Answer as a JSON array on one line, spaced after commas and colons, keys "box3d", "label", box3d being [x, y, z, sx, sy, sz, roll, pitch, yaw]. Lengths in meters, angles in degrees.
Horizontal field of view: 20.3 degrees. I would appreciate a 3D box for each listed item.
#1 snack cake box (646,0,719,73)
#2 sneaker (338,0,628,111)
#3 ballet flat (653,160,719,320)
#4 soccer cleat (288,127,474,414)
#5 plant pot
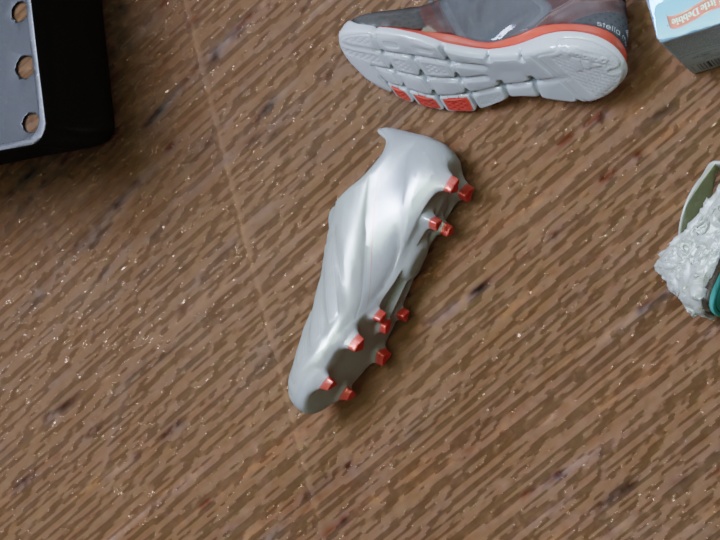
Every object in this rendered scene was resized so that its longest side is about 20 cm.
[{"box3d": [0.278, -0.189, 1.229, 0.199, 0.115, 0.068, -17, 79, 17], "label": "snack cake box"}, {"box3d": [0.085, -0.158, 1.333, 0.199, 0.077, 0.082, 5, 60, 19], "label": "sneaker"}, {"box3d": [0.248, -0.065, 1.257, 0.072, 0.072, 0.201, 35, 97, 19], "label": "ballet flat"}, {"box3d": [0.000, 0.000, 1.342, 0.077, 0.069, 0.201, 29, 88, 25], "label": "soccer cleat"}, {"box3d": [-0.272, -0.155, 1.393, 0.198, 0.177, 0.201, -10, 81, 19], "label": "plant pot"}]
